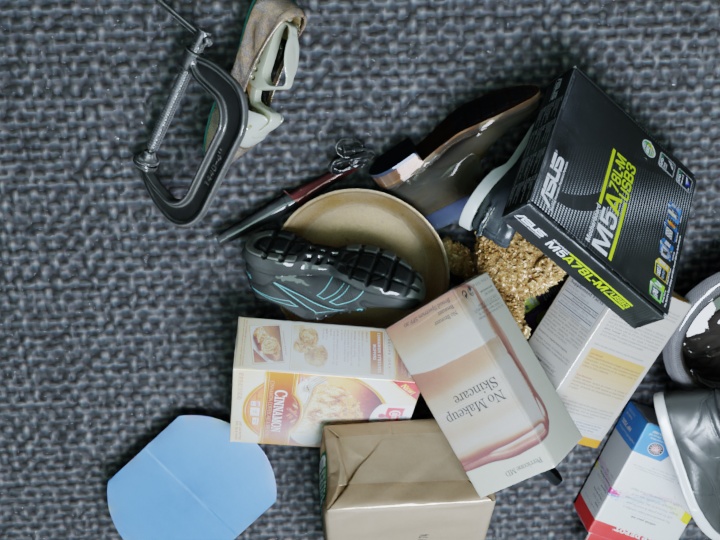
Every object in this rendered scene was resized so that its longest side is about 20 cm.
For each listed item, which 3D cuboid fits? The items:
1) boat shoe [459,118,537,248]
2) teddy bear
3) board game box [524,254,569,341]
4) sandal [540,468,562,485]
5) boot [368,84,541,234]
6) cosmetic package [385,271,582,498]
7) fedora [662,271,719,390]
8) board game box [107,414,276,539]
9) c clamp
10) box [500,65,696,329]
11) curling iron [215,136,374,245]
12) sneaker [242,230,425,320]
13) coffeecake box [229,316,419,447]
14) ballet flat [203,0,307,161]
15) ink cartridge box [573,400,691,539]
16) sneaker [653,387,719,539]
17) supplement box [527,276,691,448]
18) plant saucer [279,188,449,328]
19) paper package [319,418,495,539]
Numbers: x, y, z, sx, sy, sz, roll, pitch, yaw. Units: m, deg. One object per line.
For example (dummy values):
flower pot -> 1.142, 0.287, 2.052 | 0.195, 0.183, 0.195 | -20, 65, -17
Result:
boat shoe -> 0.180, -0.101, 0.990 | 0.060, 0.076, 0.200 | 34, 69, 14
teddy bear -> 0.158, -0.016, 1.039 | 0.145, 0.067, 0.200 | 35, 94, 6
board game box -> 0.232, 0.061, 1.112 | 0.120, 0.032, 0.200 | -31, 108, 9
sandal -> 0.189, 0.179, 1.124 | 0.048, 0.075, 0.200 | -39, 106, 6
boot -> 0.118, -0.120, 1.026 | 0.200, 0.075, 0.097 | -27, 116, 16
cosmetic package -> 0.126, 0.116, 0.975 | 0.103, 0.087, 0.200 | -35, 83, 33
fedora -> 0.441, 0.059, 1.093 | 0.177, 0.090, 0.200 | 40, 110, -13
board game box -> -0.203, 0.262, 1.145 | 0.200, 0.039, 0.158 | -43, 101, 5
c clamp -> -0.183, -0.154, 0.981 | 0.171, 0.027, 0.200 | 37, 115, 27
box -> 0.246, -0.075, 0.950 | 0.193, 0.200, 0.047 | 39, 144, -19
curling iron -> -0.075, -0.086, 1.039 | 0.200, 0.026, 0.050 | -31, 145, 10
sneaker -> -0.029, 0.013, 1.018 | 0.200, 0.075, 0.079 | 13, 126, 9
coffeecake box -> -0.042, 0.131, 1.058 | 0.200, 0.073, 0.154 | 5, 140, -6
ballet flat -> -0.106, -0.186, 0.977 | 0.067, 0.068, 0.200 | 27, 108, 23
ink cartridge box -> 0.347, 0.276, 1.171 | 0.116, 0.067, 0.200 | 21, 105, -11
sneaker -> 0.411, 0.218, 1.073 | 0.099, 0.071, 0.200 | -18, 105, 23
supplement box -> 0.257, 0.089, 1.050 | 0.126, 0.074, 0.200 | 20, 106, -38
plant saucer -> 0.000, 0.000, 1.058 | 0.200, 0.035, 0.201 | 2, 112, 6
paper package -> 0.049, 0.261, 1.081 | 0.190, 0.104, 0.200 | -4, 144, -3
